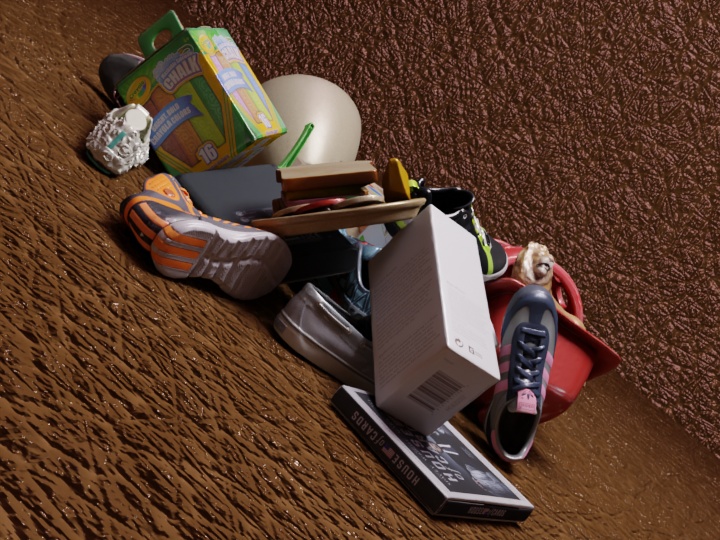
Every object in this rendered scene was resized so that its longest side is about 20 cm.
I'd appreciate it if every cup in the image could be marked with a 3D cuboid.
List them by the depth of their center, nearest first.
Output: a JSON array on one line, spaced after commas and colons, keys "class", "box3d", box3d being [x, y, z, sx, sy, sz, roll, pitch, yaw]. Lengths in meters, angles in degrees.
[{"class": "cup", "box3d": [-0.094, -0.172, 1.679, 0.199, 0.200, 0.145, 32, 35, -30]}]

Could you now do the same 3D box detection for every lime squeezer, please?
[{"class": "lime squeezer", "box3d": [-0.089, -0.096, 1.362, 0.038, 0.069, 0.202, 70, 15, -47]}]

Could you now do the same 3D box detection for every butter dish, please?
[{"class": "butter dish", "box3d": [0.186, 0.132, 1.380, 0.199, 0.149, 0.199, 35, -35, -15]}]

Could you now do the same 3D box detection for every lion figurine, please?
[{"class": "lion figurine", "box3d": [0.257, 0.066, 1.490, 0.072, 0.124, 0.201, -7, -45, 39]}]

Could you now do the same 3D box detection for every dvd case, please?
[{"class": "dvd case", "box3d": [0.071, 0.176, 1.044, 0.150, 0.025, 0.199, 43, 10, 32]}]

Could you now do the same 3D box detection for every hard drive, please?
[{"class": "hard drive", "box3d": [-0.110, -0.056, 1.243, 0.137, 0.033, 0.200, -10, 38, -32]}]

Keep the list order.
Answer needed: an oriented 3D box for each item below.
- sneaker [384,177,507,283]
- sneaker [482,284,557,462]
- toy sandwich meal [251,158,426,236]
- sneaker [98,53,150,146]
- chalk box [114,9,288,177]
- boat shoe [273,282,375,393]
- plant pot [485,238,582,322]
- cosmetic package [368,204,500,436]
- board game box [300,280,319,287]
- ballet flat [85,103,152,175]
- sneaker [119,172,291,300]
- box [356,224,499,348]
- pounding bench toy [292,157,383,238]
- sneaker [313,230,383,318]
[{"class": "sneaker", "box3d": [0.114, -0.049, 1.277, 0.198, 0.083, 0.072, 20, 36, -37]}, {"class": "sneaker", "box3d": [0.189, 0.121, 1.251, 0.069, 0.204, 0.082, 6, 14, -5]}, {"class": "toy sandwich meal", "box3d": [-0.025, -0.080, 1.147, 0.201, 0.072, 0.205, -7, 4, 0]}, {"class": "sneaker", "box3d": [-0.293, -0.225, 1.447, 0.199, 0.076, 0.115, 42, 13, 18]}, {"class": "chalk box", "box3d": [-0.203, -0.217, 1.352, 0.202, 0.123, 0.124, 57, 20, -1]}, {"class": "boat shoe", "box3d": [0.005, 0.077, 1.117, 0.199, 0.072, 0.070, 32, 10, -32]}, {"class": "plant pot", "box3d": [0.197, 0.059, 1.600, 0.199, 0.202, 0.182, 34, 1, -18]}, {"class": "cosmetic package", "box3d": [0.066, 0.045, 1.070, 0.071, 0.101, 0.202, 32, 34, -27]}, {"class": "board game box", "box3d": [-0.067, -0.021, 1.406, 0.199, 0.045, 0.152, 36, 9, -13]}, {"class": "ballet flat", "box3d": [-0.260, -0.153, 1.241, 0.071, 0.072, 0.200, 35, 9, -15]}, {"class": "sneaker", "box3d": [-0.151, -0.041, 1.072, 0.112, 0.078, 0.199, 44, 11, 31]}, {"class": "box", "box3d": [0.071, 0.029, 1.318, 0.111, 0.101, 0.202, 25, 34, -35]}, {"class": "pounding bench toy", "box3d": [-0.023, -0.067, 1.554, 0.199, 0.125, 0.156, 33, 10, -27]}, {"class": "sneaker", "box3d": [0.000, 0.000, 1.271, 0.079, 0.095, 0.202, 26, 32, -41]}]
